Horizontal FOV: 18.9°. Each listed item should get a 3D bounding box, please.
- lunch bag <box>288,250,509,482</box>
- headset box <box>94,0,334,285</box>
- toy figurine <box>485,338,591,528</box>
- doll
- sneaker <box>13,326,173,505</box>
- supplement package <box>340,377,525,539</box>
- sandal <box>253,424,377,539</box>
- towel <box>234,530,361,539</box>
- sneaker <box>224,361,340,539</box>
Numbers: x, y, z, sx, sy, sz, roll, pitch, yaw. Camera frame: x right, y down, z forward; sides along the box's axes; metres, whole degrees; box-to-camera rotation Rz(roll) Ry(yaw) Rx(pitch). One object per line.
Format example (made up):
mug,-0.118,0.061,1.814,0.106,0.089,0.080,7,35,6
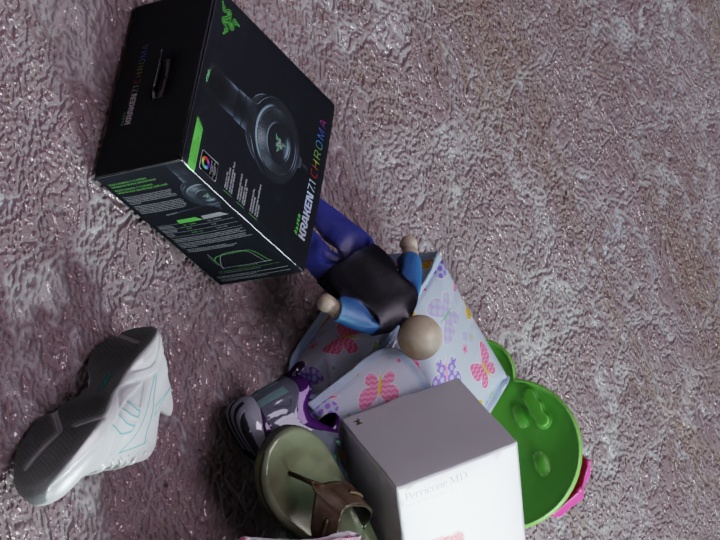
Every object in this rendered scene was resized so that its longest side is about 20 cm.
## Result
lunch bag,0.031,0.109,1.976,0.200,0.127,0.170,-53,127,-35
headset box,-0.122,-0.114,1.808,0.200,0.092,0.175,43,47,-45
toy figurine,0.164,0.181,2.208,0.201,0.149,0.184,66,11,22
doll,0.000,0.000,1.898,0.200,0.049,0.136,45,47,18
sneaker,-0.194,0.125,1.656,0.200,0.070,0.081,-53,129,-50
supplement package,0.067,0.220,1.898,0.121,0.120,0.201,-19,123,-17
sandal,-0.017,0.208,1.809,0.080,0.057,0.202,-49,115,-34
towel,-0.081,0.300,1.740,0.146,0.030,0.201,5,114,-51
sneaker,-0.036,0.178,1.866,0.087,0.074,0.201,-35,118,-16
